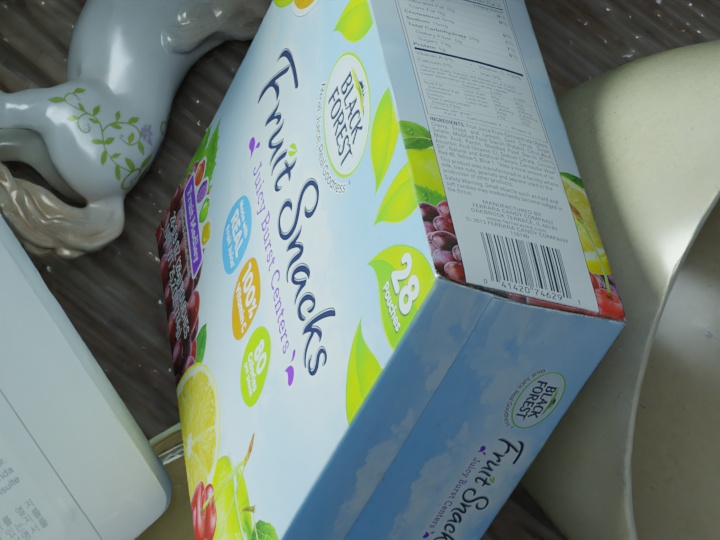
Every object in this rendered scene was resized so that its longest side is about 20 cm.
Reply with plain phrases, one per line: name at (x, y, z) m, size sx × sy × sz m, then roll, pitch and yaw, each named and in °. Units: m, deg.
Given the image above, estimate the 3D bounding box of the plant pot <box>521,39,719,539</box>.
plant pot at (0.107, 0.007, 0.805) m, size 0.134 × 0.200 × 0.200 m, roll 25°, pitch 79°, yaw 42°

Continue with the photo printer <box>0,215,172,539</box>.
photo printer at (-0.175, 0.039, 0.760) m, size 0.166 × 0.069 × 0.200 m, roll -38°, pitch 115°, yaw -14°

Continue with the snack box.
snack box at (0.000, 0.000, 0.766) m, size 0.068 × 0.169 × 0.200 m, roll 13°, pitch 39°, yaw -23°

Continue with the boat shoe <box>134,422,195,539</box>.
boat shoe at (-0.098, 0.123, 0.835) m, size 0.072 × 0.076 × 0.200 m, roll 43°, pitch 84°, yaw 10°

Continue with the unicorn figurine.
unicorn figurine at (-0.086, -0.094, 0.888) m, size 0.137 × 0.074 × 0.200 m, roll 23°, pitch 90°, yaw -2°
